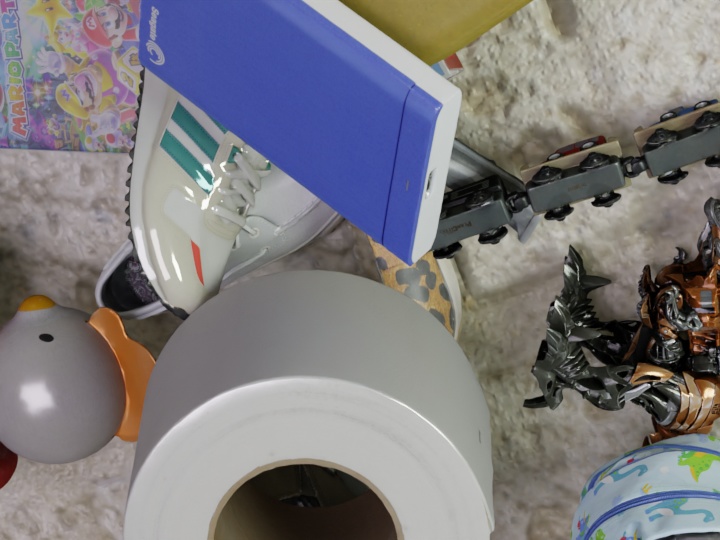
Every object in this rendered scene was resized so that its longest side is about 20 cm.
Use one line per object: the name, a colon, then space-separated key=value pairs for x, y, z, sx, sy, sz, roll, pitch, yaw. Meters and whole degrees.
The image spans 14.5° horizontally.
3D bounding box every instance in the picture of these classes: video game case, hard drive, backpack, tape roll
video game case: x=-0.170 y=-0.143 z=1.723 sx=0.199 sy=0.018 sz=0.144 roll=4 pitch=108 yaw=25
hard drive: x=-0.036 y=-0.103 z=1.495 sx=0.200 sy=0.025 sz=0.132 roll=37 pitch=148 yaw=20
backpack: x=0.193 y=0.190 z=1.577 sx=0.162 sy=0.155 sz=0.200 roll=-22 pitch=137 yaw=24
tape roll: x=-0.028 y=0.119 z=1.567 sx=0.201 sy=0.139 sz=0.204 roll=1 pitch=115 yaw=1

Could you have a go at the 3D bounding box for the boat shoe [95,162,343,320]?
boat shoe: x=-0.081 y=-0.029 z=1.687 sx=0.199 sy=0.068 sz=0.072 roll=-26 pitch=94 yaw=30

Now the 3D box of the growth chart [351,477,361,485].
growth chart: x=0.029 y=0.211 z=1.741 sx=0.199 sy=0.018 sz=0.145 roll=27 pitch=115 yaw=16

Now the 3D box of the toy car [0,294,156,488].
toy car: x=-0.212 y=0.054 z=1.718 sx=0.199 sy=0.184 sz=0.178 roll=-8 pitch=102 yaw=19

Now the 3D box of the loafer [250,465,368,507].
loafer: x=-0.053 y=0.126 z=1.706 sx=0.200 sy=0.070 sz=0.075 roll=42 pitch=116 yaw=9

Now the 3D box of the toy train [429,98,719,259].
toy train: x=0.124 y=-0.053 z=1.572 sx=0.199 sy=0.046 sz=0.034 roll=-19 pitch=111 yaw=9

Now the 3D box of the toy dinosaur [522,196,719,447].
toy dinosaur: x=0.167 y=0.053 z=1.587 sx=0.135 sy=0.102 sz=0.201 roll=17 pitch=92 yaw=2

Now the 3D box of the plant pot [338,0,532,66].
plant pot: x=0.025 y=-0.207 z=1.509 sx=0.200 sy=0.195 sz=0.195 roll=-39 pitch=91 yaw=33

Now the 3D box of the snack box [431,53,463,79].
snack box: x=-0.020 y=-0.186 z=1.633 sx=0.072 sy=0.024 sz=0.201 roll=-28 pitch=93 yaw=27

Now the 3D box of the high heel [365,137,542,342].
high heel: x=0.000 y=0.000 z=1.639 sx=0.142 sy=0.071 sz=0.201 roll=31 pitch=103 yaw=-6

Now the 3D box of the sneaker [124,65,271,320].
sneaker: x=-0.076 y=-0.073 z=1.616 sx=0.093 sy=0.070 sz=0.201 roll=-4 pitch=73 yaw=24
